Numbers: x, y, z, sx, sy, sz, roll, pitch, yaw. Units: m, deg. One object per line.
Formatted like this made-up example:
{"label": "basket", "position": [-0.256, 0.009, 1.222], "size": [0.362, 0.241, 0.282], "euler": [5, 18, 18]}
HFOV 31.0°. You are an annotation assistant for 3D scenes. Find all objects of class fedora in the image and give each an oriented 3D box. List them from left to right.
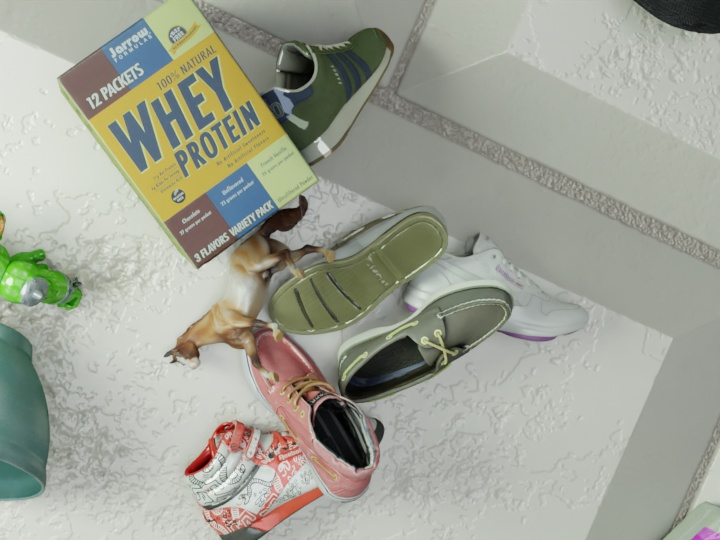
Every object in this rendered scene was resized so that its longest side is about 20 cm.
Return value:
{"label": "fedora", "position": [0.335, -0.305, 1.333], "size": [0.200, 0.201, 0.092], "euler": [14, 124, -14]}

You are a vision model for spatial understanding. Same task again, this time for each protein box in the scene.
{"label": "protein box", "position": [-0.163, -0.127, 1.195], "size": [0.135, 0.199, 0.200], "euler": [-37, 101, -7]}

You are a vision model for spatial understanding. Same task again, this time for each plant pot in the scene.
{"label": "plant pot", "position": [-0.373, 0.118, 1.189], "size": [0.200, 0.200, 0.134], "euler": [15, 64, -14]}

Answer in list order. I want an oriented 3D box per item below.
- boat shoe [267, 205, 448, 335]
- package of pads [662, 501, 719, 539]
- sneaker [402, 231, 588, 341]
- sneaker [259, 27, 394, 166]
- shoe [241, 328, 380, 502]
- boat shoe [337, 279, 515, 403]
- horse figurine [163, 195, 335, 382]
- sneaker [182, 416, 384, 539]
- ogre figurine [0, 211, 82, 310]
{"label": "boat shoe", "position": [0.000, 0.000, 1.311], "size": [0.200, 0.068, 0.075], "euler": [-27, 106, 12]}
{"label": "package of pads", "position": [0.365, 0.379, 1.430], "size": [0.200, 0.068, 0.155], "euler": [-41, 101, -6]}
{"label": "sneaker", "position": [0.148, 0.017, 1.342], "size": [0.200, 0.075, 0.100], "euler": [12, 94, -14]}
{"label": "sneaker", "position": [-0.035, -0.191, 1.236], "size": [0.090, 0.067, 0.200], "euler": [46, 44, -21]}
{"label": "shoe", "position": [-0.047, 0.126, 1.263], "size": [0.071, 0.091, 0.200], "euler": [-26, 72, -23]}
{"label": "boat shoe", "position": [0.065, 0.074, 1.292], "size": [0.202, 0.060, 0.072], "euler": [-27, 119, 21]}
{"label": "horse figurine", "position": [-0.101, 0.020, 1.276], "size": [0.050, 0.132, 0.200], "euler": [28, 83, -45]}
{"label": "sneaker", "position": [-0.080, 0.183, 1.310], "size": [0.201, 0.067, 0.108], "euler": [-35, 104, -5]}
{"label": "ogre figurine", "position": [-0.355, -0.010, 1.203], "size": [0.098, 0.120, 0.200], "euler": [-46, 103, -5]}
